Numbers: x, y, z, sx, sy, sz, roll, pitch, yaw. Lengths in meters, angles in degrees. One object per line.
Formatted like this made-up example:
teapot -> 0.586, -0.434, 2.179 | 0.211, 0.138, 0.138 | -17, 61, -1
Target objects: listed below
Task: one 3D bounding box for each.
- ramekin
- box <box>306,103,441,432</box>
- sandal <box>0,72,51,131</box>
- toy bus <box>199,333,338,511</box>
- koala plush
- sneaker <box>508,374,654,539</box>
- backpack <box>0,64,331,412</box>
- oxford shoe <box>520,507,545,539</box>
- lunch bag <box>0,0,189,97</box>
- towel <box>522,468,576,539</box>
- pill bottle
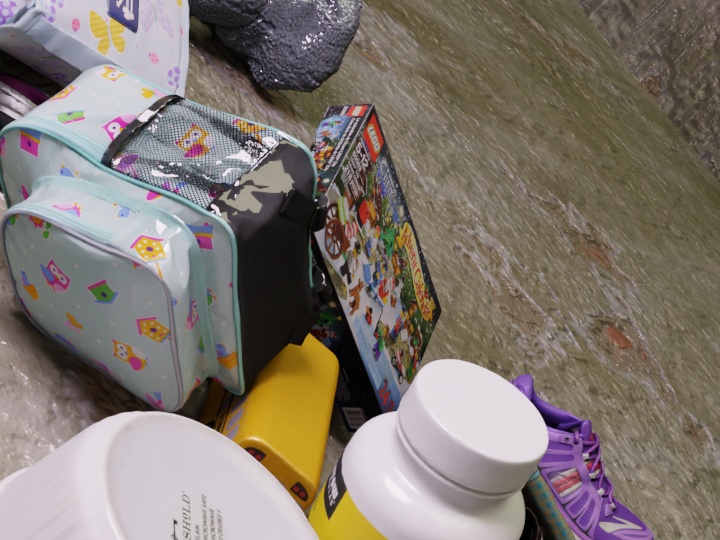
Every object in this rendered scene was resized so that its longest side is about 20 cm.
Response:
ramekin -> -0.099, 0.164, 0.785 | 0.202, 0.094, 0.203 | 39, 22, -19
box -> 0.000, 0.000, 1.097 | 0.137, 0.038, 0.200 | -64, 144, -43
sandal -> -0.257, -0.123, 1.068 | 0.201, 0.048, 0.075 | 52, 22, 18
toy bus -> -0.062, 0.095, 0.997 | 0.065, 0.078, 0.200 | 40, 22, -14
koala plush -> -0.110, -0.276, 1.459 | 0.200, 0.177, 0.184 | 21, 42, -55
sneaker -> 0.185, 0.174, 1.308 | 0.200, 0.083, 0.081 | 45, 22, -4
backpack -> -0.136, -0.025, 0.936 | 0.200, 0.176, 0.153 | 34, 57, 27
oxford shoe -> 0.105, 0.200, 1.114 | 0.073, 0.084, 0.200 | 40, 20, -9
lunch bag -> -0.224, -0.209, 1.146 | 0.169, 0.127, 0.200 | 29, 19, -48
towel -> 0.139, 0.179, 1.149 | 0.200, 0.022, 0.147 | 63, -3, -14
pill bottle -> 0.026, 0.152, 0.866 | 0.111, 0.200, 0.111 | 22, 29, -13
